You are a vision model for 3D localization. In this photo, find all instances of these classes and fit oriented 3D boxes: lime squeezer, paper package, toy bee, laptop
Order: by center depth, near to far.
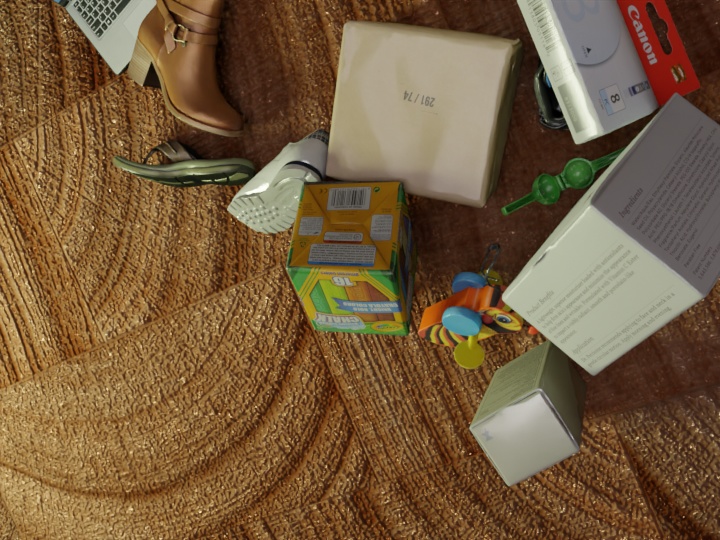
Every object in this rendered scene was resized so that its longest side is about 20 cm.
[{"bbox_3d":[0.240,-0.110,0.908,0.199,0.071,0.038,-25,74,-7],"label":"lime squeezer"},{"bbox_3d":[0.075,-0.186,0.926,0.199,0.103,0.192,13,105,16],"label":"paper package"},{"bbox_3d":[0.151,0.056,0.931,0.108,0.200,0.132,26,80,-9],"label":"toy bee"},{"bbox_3d":[-0.350,-0.394,1.025,0.187,0.116,0.200,-39,87,22],"label":"laptop"}]

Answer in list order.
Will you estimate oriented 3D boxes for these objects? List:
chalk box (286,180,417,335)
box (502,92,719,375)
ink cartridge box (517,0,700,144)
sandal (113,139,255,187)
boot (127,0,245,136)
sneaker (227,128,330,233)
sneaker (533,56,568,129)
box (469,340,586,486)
[{"bbox_3d":[0.000,0.000,0.953,0.124,0.200,0.125,1,59,13],"label":"chalk box"},{"bbox_3d":[0.276,-0.032,0.797,0.131,0.200,0.199,40,150,7],"label":"box"},{"bbox_3d":[0.271,-0.237,0.807,0.161,0.199,0.047,66,155,-2],"label":"ink cartridge box"},{"bbox_3d":[-0.235,-0.147,1.065,0.200,0.080,0.058,1,84,13],"label":"sandal"},{"bbox_3d":[-0.206,-0.278,1.018,0.200,0.074,0.155,35,112,10],"label":"boot"},{"bbox_3d":[-0.100,-0.110,1.010,0.076,0.081,0.200,32,148,-27],"label":"sneaker"},{"bbox_3d":[0.228,-0.253,0.853,0.073,0.112,0.201,2,102,18],"label":"sneaker"},{"bbox_3d":[0.197,0.155,0.901,0.095,0.200,0.078,-34,89,22],"label":"box"}]
